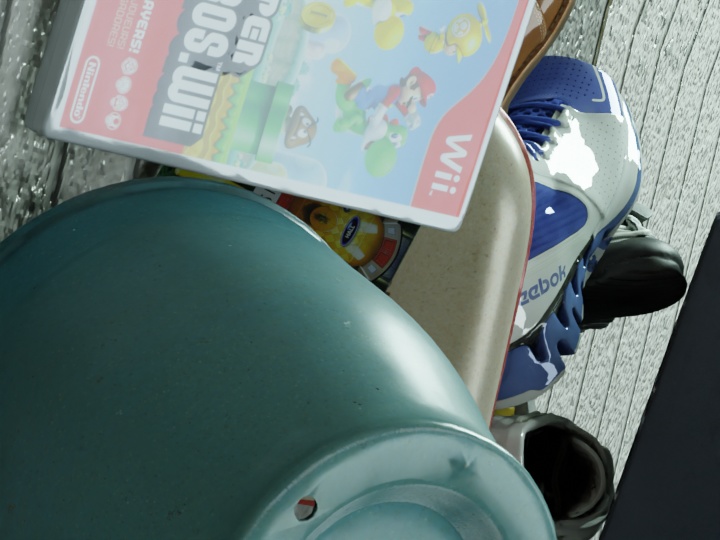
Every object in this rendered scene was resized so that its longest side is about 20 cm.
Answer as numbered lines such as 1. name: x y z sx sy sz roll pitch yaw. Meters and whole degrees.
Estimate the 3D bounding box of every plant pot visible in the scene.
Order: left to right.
1. plant pot: -0.035 0.089 1.024 0.200 0.188 0.200 -11 112 -28

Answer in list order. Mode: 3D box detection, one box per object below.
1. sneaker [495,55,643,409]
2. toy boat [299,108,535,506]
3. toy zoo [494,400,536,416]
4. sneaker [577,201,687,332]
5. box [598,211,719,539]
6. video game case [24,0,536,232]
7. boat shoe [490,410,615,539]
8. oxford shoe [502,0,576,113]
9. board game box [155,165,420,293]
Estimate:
1. sneaker: 0.075 -0.044 1.466 0.115 0.080 0.200 58 39 -42
2. toy boat: 0.000 0.000 1.310 0.131 0.130 0.200 -116 -143 -74
3. toy zoo: 0.054 0.070 1.525 0.131 0.020 0.200 -37 122 -58
4. sneaker: 0.117 -0.016 1.579 0.200 0.074 0.089 161 -71 -74
5. box: 0.195 0.079 1.495 0.182 0.104 0.200 2 108 -83
6. video game case: -0.020 -0.100 1.121 0.200 0.017 0.143 12 100 -38
7. boat shoe: 0.096 0.105 1.511 0.200 0.066 0.072 31 62 -59
8. oxford shoe: 0.053 -0.126 1.389 0.071 0.071 0.200 41 67 -61
9. board game box: -0.029 -0.025 1.195 0.200 0.105 0.023 -62 176 -29
